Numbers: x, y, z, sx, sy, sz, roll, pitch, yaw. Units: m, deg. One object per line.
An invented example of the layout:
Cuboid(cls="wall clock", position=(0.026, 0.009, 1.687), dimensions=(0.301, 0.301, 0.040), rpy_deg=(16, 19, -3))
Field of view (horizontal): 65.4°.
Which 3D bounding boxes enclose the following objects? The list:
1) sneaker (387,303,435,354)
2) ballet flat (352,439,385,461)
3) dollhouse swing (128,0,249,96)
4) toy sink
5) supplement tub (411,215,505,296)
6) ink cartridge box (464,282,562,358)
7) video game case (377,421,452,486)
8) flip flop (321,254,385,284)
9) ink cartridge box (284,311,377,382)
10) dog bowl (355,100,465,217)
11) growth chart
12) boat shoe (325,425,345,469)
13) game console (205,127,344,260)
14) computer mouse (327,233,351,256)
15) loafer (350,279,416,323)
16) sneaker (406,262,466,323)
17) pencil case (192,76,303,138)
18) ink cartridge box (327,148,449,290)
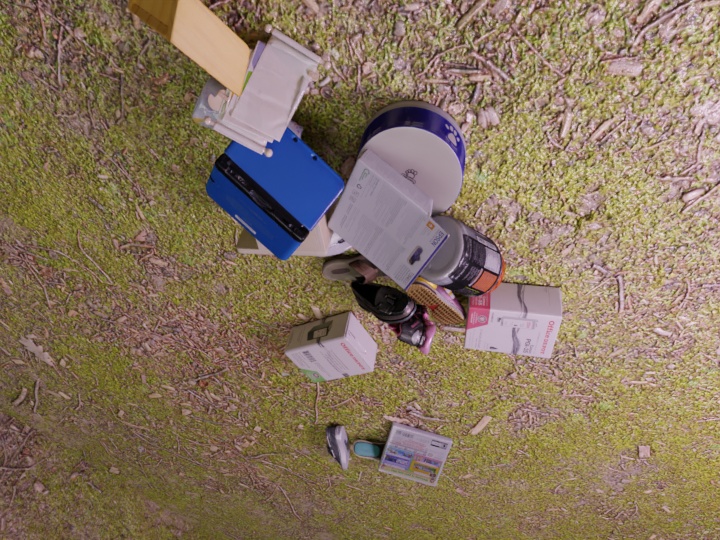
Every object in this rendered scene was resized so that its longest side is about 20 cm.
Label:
Cuboid(cls="sneaker", position=(0.104, 0.117, 1.243), dimensions=(0.092, 0.200, 0.082), rpy_deg=(12, 99, -7))
Cuboid(cls="ballet flat", position=(0.067, 0.594, 1.830), dimensions=(0.194, 0.071, 0.071), rpy_deg=(16, 138, 1))
Cuboid(cls="dollhouse swing", position=(-0.226, -0.403, 0.818), dimensions=(0.180, 0.199, 0.178), rpy_deg=(30, 98, -48))
Cuboid(cls="toy sink", position=(-0.153, -0.118, 1.103), dimensions=(0.193, 0.133, 0.114), rpy_deg=(3, 137, 14))
Cuboid(cls="supplement tub", position=(0.193, -0.021, 1.070), dimensions=(0.120, 0.127, 0.197), rpy_deg=(-22, 155, 33))
Cuboid(cls="ink cartridge box", position=(0.331, 0.106, 1.232), dimensions=(0.193, 0.084, 0.149), rpy_deg=(6, 136, 10))
Cuboid(cls="video game case", position=(0.169, 0.576, 1.755), dimensions=(0.193, 0.022, 0.187), rpy_deg=(15, 113, -2))
Cuboid(cls="flip flop", position=(0.000, 0.000, 1.233), dimensions=(0.194, 0.059, 0.082), rpy_deg=(-8, 133, 23))
Cuboid(cls="ink cartridge box", position=(-0.073, 0.201, 1.441), dimensions=(0.195, 0.086, 0.146), rpy_deg=(-16, 129, 29))
Cuboid(cls="dog bowl", position=(0.089, -0.190, 0.999), dimensions=(0.193, 0.080, 0.204), rpy_deg=(8, 137, 7))
Cuboid(cls="growth chart", position=(-0.157, -0.294, 0.914), dimensions=(0.143, 0.018, 0.203), rpy_deg=(33, 93, -6))
Cuboid(cls="boat shoe", position=(-0.078, 0.580, 1.841), dimensions=(0.065, 0.073, 0.204), rpy_deg=(0, 133, 12))
Cuboid(cls="game console", position=(-0.155, -0.146, 0.993), dimensions=(0.199, 0.119, 0.170), rpy_deg=(42, 149, -8))
Cuboid(cls="computer mouse", position=(-0.047, -0.064, 1.190), dimensions=(0.194, 0.045, 0.111), rpy_deg=(-12, 130, 26))
Cuboid(cls="loafer", position=(0.041, 0.063, 1.226), dimensions=(0.063, 0.073, 0.198), rpy_deg=(48, 161, -29))
Cuboid(cls="sneaker", position=(0.173, 0.043, 1.212), dimensions=(0.073, 0.093, 0.199), rpy_deg=(-10, 145, 37))
Cuboid(cls="pencil case", position=(-0.200, -0.261, 1.001), dimensions=(0.195, 0.084, 0.092), rpy_deg=(26, 114, -13))
Cuboid(cls="ink cartridge box", position=(0.049, -0.083, 0.994), dimensions=(0.199, 0.041, 0.201), rpy_deg=(40, 144, 4))
